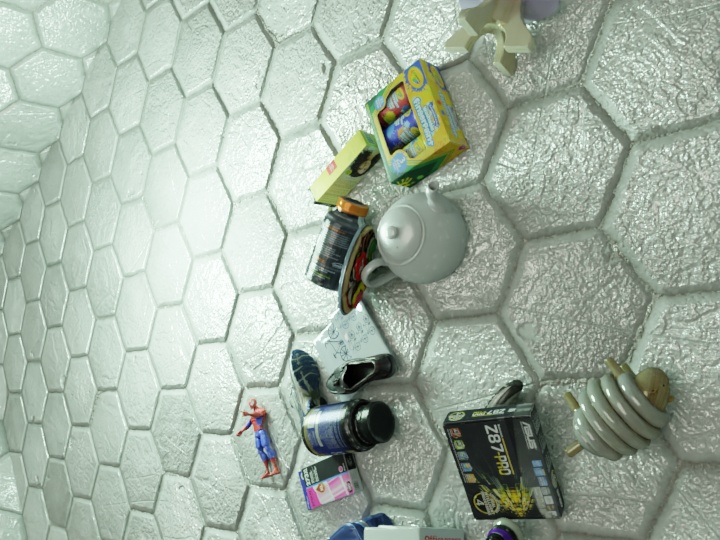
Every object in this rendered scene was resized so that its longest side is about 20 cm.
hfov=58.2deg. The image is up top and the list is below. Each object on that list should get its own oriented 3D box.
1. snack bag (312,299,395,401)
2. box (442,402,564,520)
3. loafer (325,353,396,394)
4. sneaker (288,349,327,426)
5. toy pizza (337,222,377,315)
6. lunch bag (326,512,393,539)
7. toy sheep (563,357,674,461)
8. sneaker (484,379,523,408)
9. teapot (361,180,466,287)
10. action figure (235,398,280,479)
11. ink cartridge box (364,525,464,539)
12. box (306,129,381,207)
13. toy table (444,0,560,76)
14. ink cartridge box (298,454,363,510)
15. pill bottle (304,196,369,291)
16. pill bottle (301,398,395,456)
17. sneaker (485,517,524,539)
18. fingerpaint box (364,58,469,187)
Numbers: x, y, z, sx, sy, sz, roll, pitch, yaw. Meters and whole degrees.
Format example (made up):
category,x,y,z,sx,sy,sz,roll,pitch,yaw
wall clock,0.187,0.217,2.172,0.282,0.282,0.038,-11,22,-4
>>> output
category,x,y,z,sx,sy,sz,roll,pitch,yaw
snack bag,-0.025,0.177,1.472,0.200,0.021,0.189,-47,58,30
box,0.248,0.335,1.123,0.161,0.049,0.201,-13,102,27
loafer,-0.013,0.223,1.402,0.200,0.063,0.072,-27,70,38
sneaker,-0.141,0.288,1.538,0.085,0.077,0.201,-35,64,40
toy pizza,0.000,0.000,1.360,0.032,0.200,0.201,15,98,13
lunch bag,-0.004,0.606,1.349,0.200,0.132,0.136,-53,55,27
toy sheep,0.395,0.224,1.007,0.200,0.138,0.138,-50,56,24
sneaker,0.257,0.287,1.176,0.079,0.074,0.201,29,113,30
teapot,0.101,-0.064,1.286,0.197,0.146,0.201,1,89,43
action figure,-0.272,0.423,1.638,0.065,0.099,0.201,-31,65,36
ink cartridge box,0.102,0.586,1.214,0.144,0.145,0.201,-21,59,39
box,-0.033,-0.227,1.470,0.200,0.075,0.050,-44,59,33
toy table,0.248,-0.449,1.165,0.200,0.183,0.118,14,81,54
ink cartridge box,-0.081,0.488,1.496,0.200,0.037,0.095,-35,64,38
pill bottle,-0.046,-0.062,1.449,0.106,0.106,0.201,33,110,39
pill bottle,-0.027,0.338,1.401,0.200,0.112,0.112,-20,74,41
sneaker,0.244,0.539,1.117,0.069,0.099,0.201,-4,106,37
fingerpaint box,0.111,-0.301,1.340,0.167,0.073,0.201,-30,68,38
